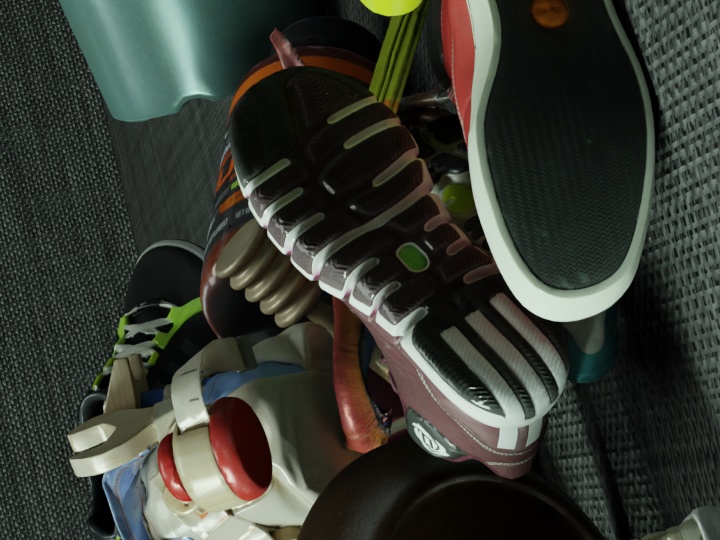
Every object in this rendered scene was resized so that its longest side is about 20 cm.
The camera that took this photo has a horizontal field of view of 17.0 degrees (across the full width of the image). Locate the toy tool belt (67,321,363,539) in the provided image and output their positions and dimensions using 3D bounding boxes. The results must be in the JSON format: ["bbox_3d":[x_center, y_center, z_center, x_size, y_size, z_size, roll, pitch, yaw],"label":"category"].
[{"bbox_3d":[-0.077,0.094,1.130,0.126,0.122,0.200,72,-163,4],"label":"toy tool belt"}]

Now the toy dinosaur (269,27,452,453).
[{"bbox_3d":[0.000,0.000,1.186,0.182,0.199,0.105,-54,-18,-40],"label":"toy dinosaur"}]

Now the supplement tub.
[{"bbox_3d":[-0.026,-0.048,1.316,0.107,0.106,0.201,87,-174,-45],"label":"supplement tub"}]

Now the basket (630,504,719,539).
[{"bbox_3d":[0.111,0.211,0.925,0.136,0.122,0.201,100,156,-63],"label":"basket"}]

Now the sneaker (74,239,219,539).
[{"bbox_3d":[-0.109,0.067,1.275,0.083,0.071,0.201,34,-134,-50],"label":"sneaker"}]

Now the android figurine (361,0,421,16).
[{"bbox_3d":[0.019,-0.203,0.992,0.200,0.041,0.183,98,179,-65],"label":"android figurine"}]

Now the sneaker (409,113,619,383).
[{"bbox_3d":[0.061,-0.016,1.071,0.200,0.077,0.080,-121,12,-60],"label":"sneaker"}]

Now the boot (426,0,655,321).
[{"bbox_3d":[0.068,-0.059,0.990,0.144,0.072,0.201,102,161,-68],"label":"boot"}]

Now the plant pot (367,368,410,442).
[{"bbox_3d":[-0.014,0.109,1.353,0.179,0.199,0.201,28,132,56],"label":"plant pot"}]

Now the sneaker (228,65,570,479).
[{"bbox_3d":[0.011,0.013,1.017,0.200,0.075,0.116,53,162,29],"label":"sneaker"}]

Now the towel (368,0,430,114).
[{"bbox_3d":[0.011,-0.095,1.108,0.086,0.018,0.201,141,148,-77],"label":"towel"}]

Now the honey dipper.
[{"bbox_3d":[0.012,0.048,1.220,0.200,0.038,0.038,40,179,-16],"label":"honey dipper"}]

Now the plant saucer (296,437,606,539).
[{"bbox_3d":[0.057,0.163,1.044,0.032,0.199,0.202,-34,66,48],"label":"plant saucer"}]

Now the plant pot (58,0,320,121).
[{"bbox_3d":[-0.121,-0.211,1.526,0.200,0.199,0.197,-140,31,-73],"label":"plant pot"}]
